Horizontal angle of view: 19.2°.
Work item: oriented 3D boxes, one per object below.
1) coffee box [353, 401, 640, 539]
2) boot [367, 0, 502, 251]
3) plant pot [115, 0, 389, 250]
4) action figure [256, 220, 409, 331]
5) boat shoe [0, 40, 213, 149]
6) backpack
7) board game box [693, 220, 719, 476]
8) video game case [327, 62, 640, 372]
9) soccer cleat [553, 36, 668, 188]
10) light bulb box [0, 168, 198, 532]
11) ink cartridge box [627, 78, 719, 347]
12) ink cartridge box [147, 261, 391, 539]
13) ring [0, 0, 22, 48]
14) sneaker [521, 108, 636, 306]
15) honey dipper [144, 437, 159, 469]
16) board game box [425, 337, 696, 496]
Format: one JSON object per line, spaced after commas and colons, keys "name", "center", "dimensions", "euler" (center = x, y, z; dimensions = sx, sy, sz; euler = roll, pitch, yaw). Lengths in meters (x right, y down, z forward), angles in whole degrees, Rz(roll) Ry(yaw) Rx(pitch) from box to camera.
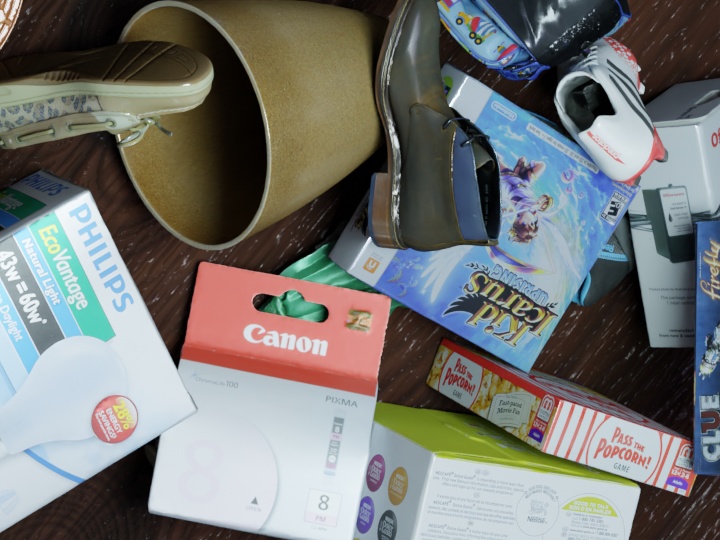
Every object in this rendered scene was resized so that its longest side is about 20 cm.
{"name": "coffee box", "center": [0.076, 0.228, 1.730], "dimensions": [0.199, 0.200, 0.198], "euler": [11, 95, -27]}
{"name": "boot", "center": [0.066, -0.111, 1.590], "dimensions": [0.075, 0.097, 0.201], "euler": [-16, 113, -61]}
{"name": "plant pot", "center": [-0.056, -0.129, 1.621], "dimensions": [0.200, 0.186, 0.187], "euler": [-18, 108, -39]}
{"name": "action figure", "center": [0.000, 0.000, 1.730], "dimensions": [0.200, 0.055, 0.118], "euler": [-27, 112, -14]}
{"name": "boat shoe", "center": [-0.190, -0.124, 1.549], "dimensions": [0.073, 0.199, 0.063], "euler": [-46, 130, -49]}
{"name": "backpack", "center": [0.126, -0.238, 1.682], "dimensions": [0.134, 0.200, 0.183], "euler": [-42, 82, 12]}
{"name": "board game box", "center": [0.312, 0.068, 1.729], "dimensions": [0.135, 0.035, 0.201], "euler": [13, 77, -57]}
{"name": "video game case", "center": [0.102, -0.039, 1.707], "dimensions": [0.200, 0.045, 0.182], "euler": [29, 96, -30]}
{"name": "soccer cleat", "center": [0.188, -0.145, 1.721], "dimensions": [0.085, 0.200, 0.069], "euler": [34, 115, -31]}
{"name": "light bulb box", "center": [-0.259, 0.061, 1.572], "dimensions": [0.200, 0.125, 0.199], "euler": [-32, 112, -17]}
{"name": "ink cartridge box", "center": [0.294, -0.051, 1.819], "dimensions": [0.147, 0.083, 0.201], "euler": [-34, 117, -54]}
{"name": "ink cartridge box", "center": [-0.069, 0.104, 1.659], "dimensions": [0.162, 0.057, 0.201], "euler": [11, 88, -2]}
{"name": "ring", "center": [-0.336, -0.218, 1.538], "dimensions": [0.200, 0.019, 0.201], "euler": [-5, 101, -25]}
{"name": "sneaker", "center": [0.166, -0.054, 1.791], "dimensions": [0.082, 0.073, 0.200], "euler": [-47, 116, -12]}
{"name": "honey dipper", "center": [-0.081, 0.105, 1.718], "dimensions": [0.200, 0.038, 0.038], "euler": [-32, 112, -17]}
{"name": "board game box", "center": [0.166, 0.120, 1.754], "dimensions": [0.151, 0.200, 0.046], "euler": [19, 94, -29]}
